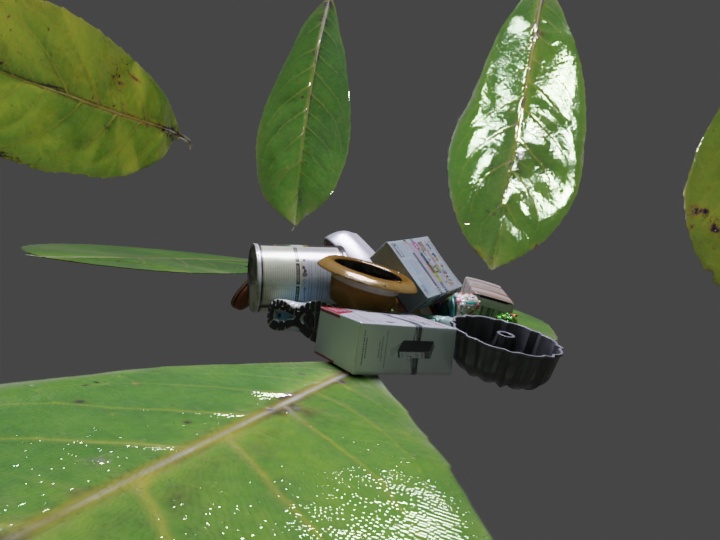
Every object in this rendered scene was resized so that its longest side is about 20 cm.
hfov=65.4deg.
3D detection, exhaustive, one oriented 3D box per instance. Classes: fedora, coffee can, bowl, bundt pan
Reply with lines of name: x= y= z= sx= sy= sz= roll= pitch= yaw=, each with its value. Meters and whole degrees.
fedora: x=0.007 y=0.034 z=1.076 sx=0.197 sy=0.083 sz=0.201 roll=16 pitch=10 yaw=-3
fedora: x=0.120 y=0.088 z=1.364 sx=0.081 sy=0.203 sz=0.201 roll=-28 pitch=8 yaw=-5
coffee can: x=-0.137 y=0.017 z=1.213 sx=0.197 sy=0.149 sz=0.146 roll=1 pitch=6 yaw=-20
bowl: x=0.000 y=0.000 z=1.359 sx=0.200 sy=0.074 sz=0.201 roll=46 pitch=-19 yaw=16
bundt pan: x=0.247 y=0.146 z=0.986 sx=0.198 sy=0.077 sz=0.202 roll=11 pitch=12 yaw=-3

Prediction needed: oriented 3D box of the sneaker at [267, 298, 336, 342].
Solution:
sneaker: x=-0.088 y=0.095 z=1.106 sx=0.198 sy=0.080 sz=0.089 roll=12 pitch=1 yaw=34

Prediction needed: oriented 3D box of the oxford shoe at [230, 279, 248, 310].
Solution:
oxford shoe: x=-0.207 y=0.038 z=1.297 sx=0.072 sy=0.198 sz=0.072 roll=53 pitch=-9 yaw=25

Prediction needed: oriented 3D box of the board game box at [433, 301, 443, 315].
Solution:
board game box: x=0.181 y=0.100 z=1.426 sx=0.032 sy=0.122 sz=0.200 roll=-21 pitch=8 yaw=-9

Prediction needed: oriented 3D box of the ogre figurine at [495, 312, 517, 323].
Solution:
ogre figurine: x=0.280 y=0.145 z=1.176 sx=0.118 sy=0.100 sz=0.200 roll=-9 pitch=-13 yaw=1

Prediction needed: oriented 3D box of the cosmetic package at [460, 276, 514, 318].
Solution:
cosmetic package: x=0.300 y=0.085 z=1.365 sx=0.102 sy=0.089 sz=0.200 roll=14 pitch=10 yaw=1

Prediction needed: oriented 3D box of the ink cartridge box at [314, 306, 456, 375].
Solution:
ink cartridge box: x=0.043 y=0.119 z=0.952 sx=0.197 sy=0.085 sz=0.144 roll=8 pitch=2 yaw=-31

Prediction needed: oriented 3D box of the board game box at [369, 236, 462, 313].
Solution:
board game box: x=0.127 y=0.005 z=1.234 sx=0.199 sy=0.064 sz=0.149 roll=-11 pitch=63 yaw=-57

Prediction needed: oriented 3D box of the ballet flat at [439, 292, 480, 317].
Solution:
ballet flat: x=0.218 y=0.090 z=1.227 sx=0.063 sy=0.077 sz=0.200 roll=-5 pitch=-8 yaw=-2

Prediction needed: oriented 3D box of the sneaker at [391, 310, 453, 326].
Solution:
sneaker: x=0.116 y=0.124 z=1.156 sx=0.117 sy=0.075 sz=0.199 roll=14 pitch=-10 yaw=-40
